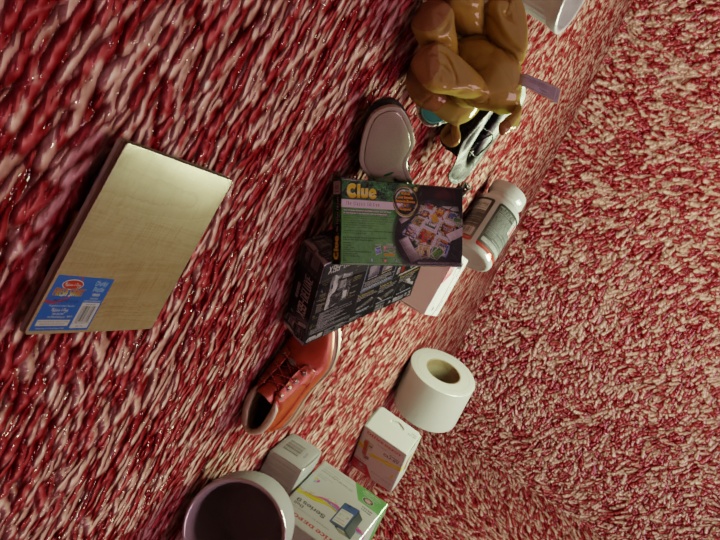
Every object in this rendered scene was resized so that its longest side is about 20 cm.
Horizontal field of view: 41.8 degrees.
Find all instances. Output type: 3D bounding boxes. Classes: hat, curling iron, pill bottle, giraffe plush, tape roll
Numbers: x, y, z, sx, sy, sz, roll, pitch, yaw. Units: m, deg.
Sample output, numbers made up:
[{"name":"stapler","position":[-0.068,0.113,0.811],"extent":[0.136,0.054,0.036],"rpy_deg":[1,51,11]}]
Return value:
[{"name":"hat","position":[0.180,-0.242,1.514],"extent":[0.201,0.081,0.201],"rpy_deg":[-47,164,-17]},{"name":"curling iron","position":[0.200,-0.113,2.003],"extent":[0.050,0.025,0.201],"rpy_deg":[-46,162,-38]},{"name":"pill bottle","position":[0.303,-0.108,2.216],"extent":[0.201,0.115,0.116],"rpy_deg":[-55,167,-20]},{"name":"giraffe plush","position":[0.124,-0.244,1.162],"extent":[0.174,0.199,0.162],"rpy_deg":[-58,-163,-18]},{"name":"tape roll","position":[0.207,0.337,2.660],"extent":[0.202,0.201,0.141],"rpy_deg":[-38,157,-58]}]

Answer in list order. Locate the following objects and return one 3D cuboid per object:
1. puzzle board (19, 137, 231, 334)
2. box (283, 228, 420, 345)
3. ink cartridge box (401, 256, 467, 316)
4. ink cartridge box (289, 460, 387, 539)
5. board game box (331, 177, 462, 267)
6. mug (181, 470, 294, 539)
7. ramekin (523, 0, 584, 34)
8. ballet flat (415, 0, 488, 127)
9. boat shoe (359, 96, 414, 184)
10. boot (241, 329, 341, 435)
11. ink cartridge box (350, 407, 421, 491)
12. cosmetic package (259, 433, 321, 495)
[{"name":"puzzle board","position":[-0.177,-0.021,0.738],"extent":[0.152,0.017,0.200],"rpy_deg":[-60,167,5]},{"name":"box","position":[0.000,0.000,1.253],"extent":[0.198,0.050,0.159],"rpy_deg":[-24,147,-33]},{"name":"ink cartridge box","position":[0.147,0.013,1.951],"extent":[0.147,0.084,0.200],"rpy_deg":[-60,169,3]},{"name":"ink cartridge box","position":[-0.060,0.438,1.622],"extent":[0.200,0.144,0.088],"rpy_deg":[-32,150,-61]},{"name":"board game box","position":[0.050,-0.058,1.189],"extent":[0.197,0.023,0.107],"rpy_deg":[2,92,-36]},{"name":"mug","position":[-0.189,0.375,1.359],"extent":[0.198,0.149,0.175],"rpy_deg":[-29,174,1]},{"name":"ramekin","position":[0.308,-0.476,1.440],"extent":[0.202,0.097,0.201],"rpy_deg":[-55,166,-20]},{"name":"ballet flat","position":[0.137,-0.282,1.288],"extent":[0.201,0.075,0.064],"rpy_deg":[-54,-159,-1]},{"name":"boat shoe","position":[0.028,-0.156,1.171],"extent":[0.071,0.069,0.201],"rpy_deg":[-15,155,-2]},{"name":"boot","position":[-0.097,0.144,1.315],"extent":[0.202,0.074,0.107],"rpy_deg":[-61,163,11]},{"name":"ink cartridge box","position":[0.067,0.491,2.583],"extent":[0.083,0.144,0.202],"rpy_deg":[-45,161,-41]},{"name":"cosmetic package","position":[-0.153,0.400,1.669],"extent":[0.202,0.073,0.101],"rpy_deg":[-65,166,17]}]
